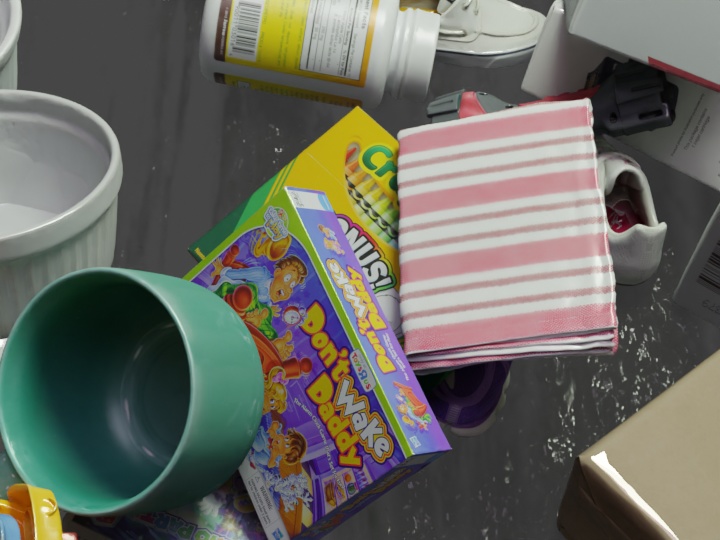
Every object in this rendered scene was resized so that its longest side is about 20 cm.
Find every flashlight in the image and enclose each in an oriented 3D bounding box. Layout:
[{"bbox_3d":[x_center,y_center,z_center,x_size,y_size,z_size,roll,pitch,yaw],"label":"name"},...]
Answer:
[{"bbox_3d":[0.157,-0.133,1.070,0.199,0.068,0.068,-12,12,23],"label":"flashlight"}]

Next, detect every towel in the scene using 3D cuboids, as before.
[{"bbox_3d":[0.098,-0.026,0.894,0.145,0.030,0.201,-7,59,11],"label":"towel"}]

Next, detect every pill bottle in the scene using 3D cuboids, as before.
[{"bbox_3d":[-0.035,-0.202,1.123,0.198,0.110,0.110,11,52,-1],"label":"pill bottle"}]

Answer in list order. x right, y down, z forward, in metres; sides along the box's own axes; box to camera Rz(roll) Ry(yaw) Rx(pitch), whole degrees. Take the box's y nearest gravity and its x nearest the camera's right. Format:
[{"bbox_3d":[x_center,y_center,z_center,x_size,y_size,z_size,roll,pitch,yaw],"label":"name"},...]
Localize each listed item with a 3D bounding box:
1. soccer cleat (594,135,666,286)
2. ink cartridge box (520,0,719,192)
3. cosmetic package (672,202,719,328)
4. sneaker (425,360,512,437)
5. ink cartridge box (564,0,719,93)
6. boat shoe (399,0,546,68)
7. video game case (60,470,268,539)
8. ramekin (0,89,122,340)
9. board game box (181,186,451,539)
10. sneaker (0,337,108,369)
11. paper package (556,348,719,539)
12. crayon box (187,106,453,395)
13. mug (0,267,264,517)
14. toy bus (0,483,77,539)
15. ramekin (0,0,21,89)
[{"bbox_3d":[0.203,-0.082,1.082,0.069,0.087,0.201,-11,55,-17],"label":"soccer cleat"},{"bbox_3d":[0.259,-0.165,1.129,0.199,0.085,0.145,30,29,14],"label":"ink cartridge box"},{"bbox_3d":[0.382,-0.046,1.034,0.164,0.165,0.200,30,55,14],"label":"cosmetic package"},{"bbox_3d":[0.091,0.034,0.978,0.080,0.084,0.201,21,53,7],"label":"sneaker"},{"bbox_3d":[0.246,-0.229,1.048,0.144,0.084,0.200,20,26,-1],"label":"ink cartridge box"},{"bbox_3d":[0.084,-0.239,1.195,0.198,0.070,0.071,5,52,-5],"label":"boat shoe"},{"bbox_3d":[-0.109,0.144,0.903,0.142,0.018,0.201,22,53,7],"label":"video game case"},{"bbox_3d":[-0.270,-0.037,0.938,0.198,0.106,0.201,1,38,-1],"label":"ramekin"},{"bbox_3d":[-0.041,0.065,0.864,0.045,0.134,0.201,3,54,-53],"label":"board game box"},{"bbox_3d":[-0.217,0.085,0.909,0.199,0.074,0.083,-16,78,-20],"label":"sneaker"},{"bbox_3d":[0.267,0.167,0.892,0.199,0.104,0.191,-30,63,-27],"label":"paper package"},{"bbox_3d":[0.000,0.000,0.950,0.172,0.058,0.200,-41,60,-8],"label":"crayon box"},{"bbox_3d":[-0.152,0.080,0.836,0.184,0.114,0.153,-4,83,27],"label":"mug"},{"bbox_3d":[-0.227,0.180,0.747,0.190,0.200,0.137,2,58,-15],"label":"toy bus"},{"bbox_3d":[-0.376,-0.176,1.056,0.199,0.098,0.202,5,52,-6],"label":"ramekin"}]
